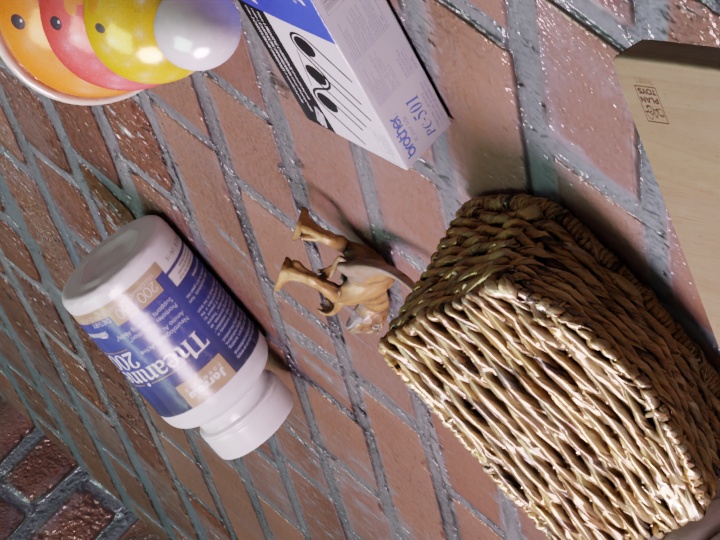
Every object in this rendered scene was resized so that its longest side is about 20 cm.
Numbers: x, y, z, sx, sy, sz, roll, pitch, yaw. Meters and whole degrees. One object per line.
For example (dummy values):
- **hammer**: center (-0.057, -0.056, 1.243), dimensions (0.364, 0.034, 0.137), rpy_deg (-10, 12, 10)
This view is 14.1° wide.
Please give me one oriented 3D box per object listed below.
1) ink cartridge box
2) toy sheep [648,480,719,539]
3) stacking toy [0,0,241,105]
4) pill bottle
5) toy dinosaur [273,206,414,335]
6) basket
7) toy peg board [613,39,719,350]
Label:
- **ink cartridge box**: center (-0.026, -0.150, 1.651), dimensions (0.094, 0.044, 0.200), rpy_deg (29, 158, 43)
- **toy sheep**: center (0.199, 0.184, 1.791), dimensions (0.200, 0.138, 0.138), rpy_deg (21, 153, 46)
- **stacking toy**: center (-0.123, -0.157, 1.683), dimensions (0.146, 0.146, 0.200), rpy_deg (52, 166, -27)
- **pill bottle**: center (-0.148, 0.061, 2.434), dimensions (0.200, 0.111, 0.111), rpy_deg (50, 165, -20)
- **toy dinosaur**: center (0.000, 0.000, 2.008), dimensions (0.106, 0.061, 0.200), rpy_deg (20, 170, -1)
- **basket**: center (0.136, 0.045, 1.707), dimensions (0.143, 0.149, 0.200), rpy_deg (-30, 108, 41)
- **toy peg board**: center (0.230, -0.019, 1.260), dimensions (0.200, 0.098, 0.200), rpy_deg (16, 132, 61)
